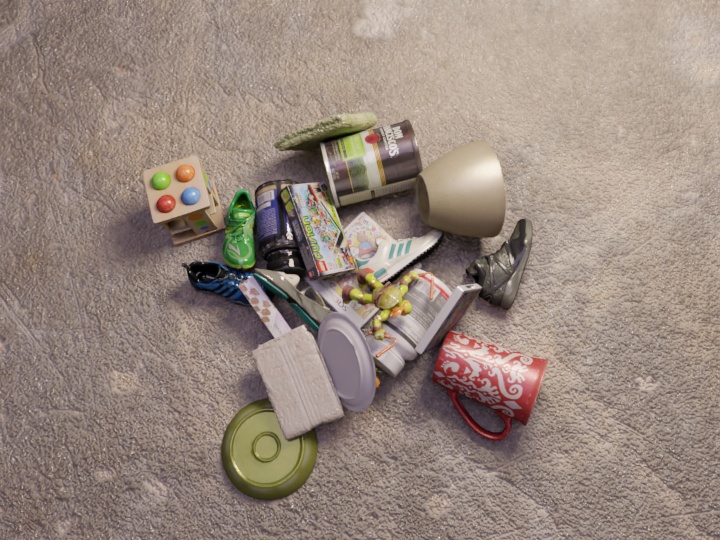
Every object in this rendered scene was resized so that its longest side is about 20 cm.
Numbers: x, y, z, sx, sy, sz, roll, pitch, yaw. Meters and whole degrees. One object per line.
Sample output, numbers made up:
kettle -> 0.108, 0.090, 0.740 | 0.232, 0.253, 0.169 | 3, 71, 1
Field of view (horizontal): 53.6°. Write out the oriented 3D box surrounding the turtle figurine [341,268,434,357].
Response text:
turtle figurine -> 0.039, 0.061, 1.383 | 0.161, 0.064, 0.201 | 21, 70, 37

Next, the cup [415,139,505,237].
cup -> 0.194, -0.157, 1.463 | 0.142, 0.201, 0.202 | -10, 71, -9

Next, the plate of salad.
plate of salad -> -0.023, 0.178, 1.403 | 0.048, 0.200, 0.201 | -14, 68, -33

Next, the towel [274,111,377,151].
towel -> -0.076, -0.298, 1.535 | 0.199, 0.148, 0.037 | -13, 93, 36

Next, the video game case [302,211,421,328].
video game case -> 0.000, 0.000, 1.532 | 0.182, 0.023, 0.200 | 43, 80, 16

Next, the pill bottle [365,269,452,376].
pill bottle -> 0.094, 0.107, 1.441 | 0.114, 0.114, 0.200 | 36, 79, 15

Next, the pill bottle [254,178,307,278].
pill bottle -> -0.166, -0.084, 1.524 | 0.111, 0.112, 0.202 | -8, 70, 2

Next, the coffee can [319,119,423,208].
coffee can -> 0.025, -0.229, 1.540 | 0.198, 0.146, 0.147 | -14, 71, 0

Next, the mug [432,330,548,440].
mug -> 0.242, 0.220, 1.386 | 0.199, 0.134, 0.179 | 20, 73, 14

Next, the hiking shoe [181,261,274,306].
hiking shoe -> -0.277, 0.027, 1.513 | 0.198, 0.087, 0.075 | 7, 72, 7

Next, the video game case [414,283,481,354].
video game case -> 0.173, 0.090, 1.374 | 0.018, 0.200, 0.144 | 36, 101, 16

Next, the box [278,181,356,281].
box -> -0.088, -0.084, 1.489 | 0.110, 0.035, 0.201 | -12, 78, -44

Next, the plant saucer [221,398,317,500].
plant saucer -> -0.185, 0.355, 1.427 | 0.198, 0.031, 0.202 | -1, 72, 4

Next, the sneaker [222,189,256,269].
sneaker -> -0.261, -0.090, 1.528 | 0.073, 0.084, 0.201 | -2, 54, -8

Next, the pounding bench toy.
pounding bench toy -> -0.392, -0.186, 1.556 | 0.123, 0.156, 0.201 | -18, 71, -1

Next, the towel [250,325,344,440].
towel -> -0.127, 0.222, 1.421 | 0.132, 0.034, 0.201 | -24, 78, 5

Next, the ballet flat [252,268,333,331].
ballet flat -> -0.135, 0.046, 1.474 | 0.200, 0.067, 0.064 | 43, 71, -20

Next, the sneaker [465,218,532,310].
sneaker -> 0.290, -0.028, 1.489 | 0.113, 0.076, 0.201 | 21, 80, 4

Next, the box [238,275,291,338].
box -> -0.180, 0.103, 1.472 | 0.039, 0.041, 0.201 | -35, 90, -6

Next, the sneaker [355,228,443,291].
sneaker -> 0.078, -0.045, 1.490 | 0.199, 0.070, 0.094 | -36, 79, -4
